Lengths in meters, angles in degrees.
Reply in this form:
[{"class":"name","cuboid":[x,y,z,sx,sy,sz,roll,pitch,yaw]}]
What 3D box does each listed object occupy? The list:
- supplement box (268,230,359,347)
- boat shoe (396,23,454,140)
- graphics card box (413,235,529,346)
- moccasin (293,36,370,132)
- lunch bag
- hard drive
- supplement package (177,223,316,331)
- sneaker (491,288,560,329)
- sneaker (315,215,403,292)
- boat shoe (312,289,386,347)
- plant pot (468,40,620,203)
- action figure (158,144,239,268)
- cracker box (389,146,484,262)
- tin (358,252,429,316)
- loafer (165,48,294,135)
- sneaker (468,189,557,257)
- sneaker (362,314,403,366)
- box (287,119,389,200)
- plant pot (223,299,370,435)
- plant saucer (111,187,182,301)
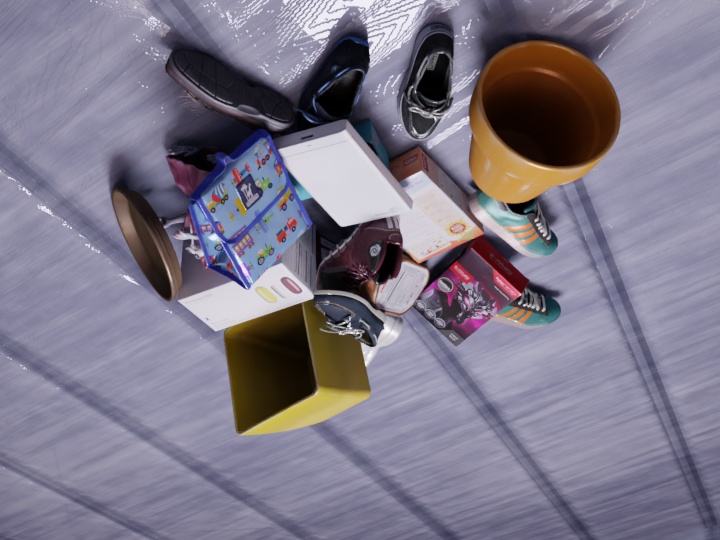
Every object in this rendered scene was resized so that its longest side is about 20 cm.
[{"class":"supplement box","cuboid":[-0.102,0.036,1.575,0.200,0.103,0.131,-33,135,32]},{"class":"boat shoe","cuboid":[0.098,-0.248,1.242,0.074,0.068,0.199,5,143,-11]},{"class":"graphics card box","cuboid":[0.196,0.040,1.606,0.125,0.051,0.200,43,133,-3]},{"class":"moccasin","cuboid":[-0.046,-0.240,1.238,0.080,0.068,0.200,8,144,-16]},{"class":"lunch bag","cuboid":[-0.170,-0.099,1.260,0.094,0.151,0.200,27,152,31]},{"class":"hard drive","cuboid":[-0.026,-0.140,1.307,0.132,0.027,0.200,-10,144,30]},{"class":"supplement package","cuboid":[-0.186,-0.014,1.456,0.200,0.156,0.111,-19,140,21]},{"class":"sneaker","cuboid":[0.296,0.059,1.667,0.200,0.071,0.080,7,146,-11]},{"class":"sneaker","cuboid":[0.000,0.000,1.400,0.076,0.116,0.200,19,123,-31]},{"class":"boat shoe","cuboid":[-0.021,0.079,1.447,0.075,0.062,0.200,5,165,26]},{"class":"plant pot","cuboid":[0.238,-0.191,1.249,0.200,0.200,0.183,3,159,-9]},{"class":"action figure","cuboid":[-0.239,-0.100,1.366,0.149,0.134,0.200,-17,125,-23]},{"class":"cracker box","cuboid":[0.096,-0.103,1.444,0.134,0.058,0.200,-24,139,27]},{"class":"tin","cuboid":[0.063,0.023,1.542,0.112,0.042,0.200,-63,155,4]},{"class":"loafer","cuboid":[-0.189,-0.239,1.230,0.200,0.072,0.063,22,142,-32]},{"class":"sneaker","cuboid":[0.275,-0.086,1.459,0.200,0.071,0.080,27,137,-33]},{"class":"sneaker","cuboid":[-0.003,0.137,1.761,0.088,0.075,0.200,29,128,-19]},{"class":"box","cuboid":[-0.062,-0.163,1.358,0.200,0.049,0.082,-15,142,15]},{"class":"plant pot","cuboid":[-0.097,0.170,1.520,0.200,0.200,0.176,-32,146,32]},{"class":"plant saucer","cuboid":[-0.338,-0.044,1.399,0.029,0.200,0.200,-28,151,-24]}]
